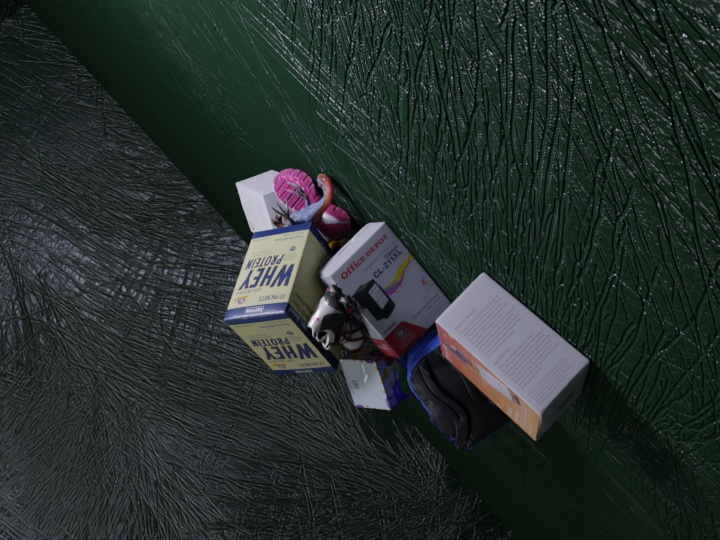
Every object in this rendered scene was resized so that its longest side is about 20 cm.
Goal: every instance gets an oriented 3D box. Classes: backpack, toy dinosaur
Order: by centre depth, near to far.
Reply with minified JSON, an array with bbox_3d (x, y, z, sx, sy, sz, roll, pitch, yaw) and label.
[{"bbox_3d":[0.176,0.201,1.412,0.200,0.162,0.168,48,-170,-15],"label":"backpack"},{"bbox_3d":[-0.097,-0.108,1.455,0.180,0.106,0.200,-19,140,34],"label":"toy dinosaur"}]

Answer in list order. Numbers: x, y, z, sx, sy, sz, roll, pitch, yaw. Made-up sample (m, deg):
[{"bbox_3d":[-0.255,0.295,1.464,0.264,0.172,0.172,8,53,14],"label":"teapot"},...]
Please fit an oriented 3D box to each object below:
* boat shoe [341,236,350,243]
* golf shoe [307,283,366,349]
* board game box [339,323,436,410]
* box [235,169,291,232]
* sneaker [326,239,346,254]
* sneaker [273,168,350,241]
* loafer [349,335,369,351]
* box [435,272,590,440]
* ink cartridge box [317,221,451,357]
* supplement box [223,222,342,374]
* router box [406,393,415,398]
[{"bbox_3d":[-0.049,-0.048,1.647,0.075,0.074,0.202,61,164,-25],"label":"boat shoe"},{"bbox_3d":[-0.047,0.099,1.330,0.077,0.088,0.200,36,163,25],"label":"golf shoe"},{"bbox_3d":[0.073,0.178,1.501,0.102,0.199,0.106,-5,109,47],"label":"board game box"},{"bbox_3d":[-0.191,-0.142,1.699,0.200,0.097,0.126,28,138,61],"label":"box"},{"bbox_3d":[0.000,0.000,1.520,0.198,0.079,0.077,24,159,-10],"label":"sneaker"},{"bbox_3d":[-0.102,-0.123,1.550,0.200,0.081,0.088,45,168,14],"label":"sneaker"},{"bbox_3d":[-0.037,0.124,1.564,0.199,0.075,0.070,39,-145,-1],"label":"loafer"},{"bbox_3d":[0.220,0.129,1.114,0.200,0.106,0.153,42,169,25],"label":"box"},{"bbox_3d":[0.042,0.034,1.367,0.200,0.146,0.083,49,167,-14],"label":"ink cartridge box"},{"bbox_3d":[-0.123,0.057,1.413,0.133,0.201,0.200,-8,140,27],"label":"supplement box"},{"bbox_3d":[0.136,0.264,1.760,0.157,0.198,0.053,147,122,-80],"label":"router box"}]
